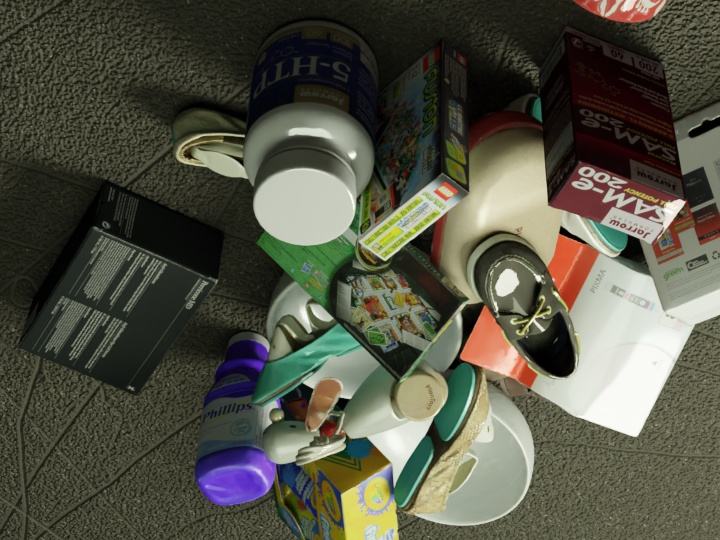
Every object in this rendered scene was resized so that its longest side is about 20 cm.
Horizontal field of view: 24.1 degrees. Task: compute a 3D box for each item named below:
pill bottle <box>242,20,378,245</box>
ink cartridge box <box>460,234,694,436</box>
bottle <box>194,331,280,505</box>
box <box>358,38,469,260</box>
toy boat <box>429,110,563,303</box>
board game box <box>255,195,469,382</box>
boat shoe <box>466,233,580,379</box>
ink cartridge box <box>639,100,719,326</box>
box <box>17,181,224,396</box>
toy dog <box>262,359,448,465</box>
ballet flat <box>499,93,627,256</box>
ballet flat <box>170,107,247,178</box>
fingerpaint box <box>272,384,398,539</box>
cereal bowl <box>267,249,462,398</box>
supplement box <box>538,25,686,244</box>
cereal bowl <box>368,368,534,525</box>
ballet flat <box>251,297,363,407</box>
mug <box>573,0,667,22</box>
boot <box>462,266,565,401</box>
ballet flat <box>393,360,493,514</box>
[{"bbox_3d":[-0.045,-0.122,1.520,0.119,0.201,0.120,1,133,1],"label":"pill bottle"},{"bbox_3d":[0.224,0.061,1.687,0.199,0.057,0.163,19,105,-22],"label":"ink cartridge box"},{"bbox_3d":[-0.126,0.151,1.779,0.083,0.201,0.065,-16,131,18],"label":"bottle"},{"bbox_3d":[0.049,-0.112,1.525,0.035,0.201,0.110,35,125,-25],"label":"box"},{"bbox_3d":[0.114,-0.074,1.587,0.130,0.131,0.201,-20,144,-21],"label":"toy boat"},{"bbox_3d":[0.000,0.000,1.594,0.200,0.023,0.105,44,113,15],"label":"board game box"},{"bbox_3d":[0.160,0.036,1.582,0.072,0.061,0.201,-36,142,3],"label":"boat shoe"},{"bbox_3d":[0.366,-0.068,1.611,0.199,0.176,0.084,-24,158,23],"label":"ink cartridge box"},{"bbox_3d":[-0.249,0.023,1.749,0.141,0.079,0.200,26,129,-16],"label":"box"},{"bbox_3d":[-0.005,0.120,1.686,0.199,0.097,0.132,-18,178,-19],"label":"toy dog"},{"bbox_3d":[0.190,-0.090,1.641,0.069,0.070,0.200,-25,122,23],"label":"ballet flat"},{"bbox_3d":[-0.088,-0.105,1.632,0.199,0.063,0.068,11,131,-8],"label":"ballet flat"},{"bbox_3d":[-0.033,0.247,1.883,0.073,0.167,0.201,-28,138,-22],"label":"fingerpaint box"},{"bbox_3d":[0.005,0.037,1.736,0.199,0.084,0.201,1,133,1],"label":"cereal bowl"},{"bbox_3d":[0.222,-0.124,1.506,0.108,0.201,0.061,18,131,-15],"label":"supplement box"},{"bbox_3d":[0.100,0.184,1.863,0.199,0.083,0.201,11,129,15],"label":"cereal bowl"},{"bbox_3d":[-0.043,0.064,1.671,0.200,0.067,0.071,-31,98,27],"label":"ballet flat"},{"bbox_3d":[0.261,-0.307,1.385,0.177,0.134,0.200,16,135,-10],"label":"mug"},{"bbox_3d":[0.174,0.061,1.777,0.146,0.070,0.200,-17,123,28],"label":"boot"},{"bbox_3d":[0.100,0.176,1.765,0.065,0.071,0.201,13,124,-23],"label":"ballet flat"}]
